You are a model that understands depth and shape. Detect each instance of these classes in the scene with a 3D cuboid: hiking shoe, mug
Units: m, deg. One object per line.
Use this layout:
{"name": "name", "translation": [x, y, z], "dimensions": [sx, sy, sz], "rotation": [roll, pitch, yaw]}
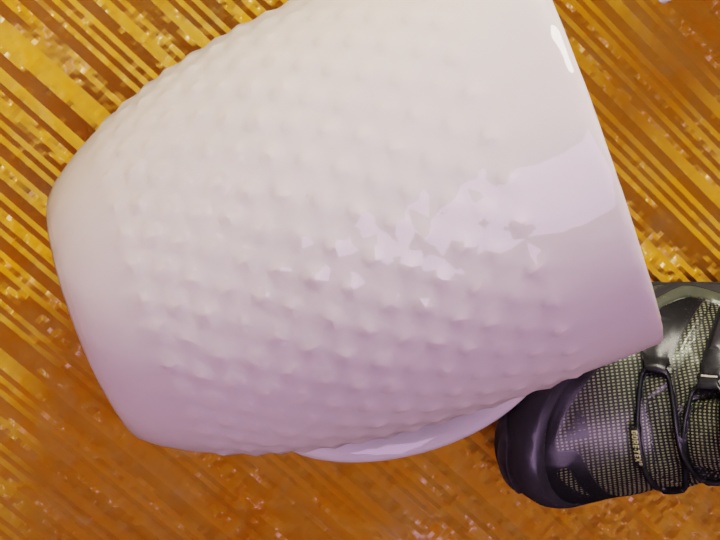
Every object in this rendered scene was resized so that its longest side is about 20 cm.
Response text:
{"name": "hiking shoe", "translation": [0.148, 0.045, 0.773], "dimensions": [0.198, 0.101, 0.076], "rotation": [-17, 110, -6]}
{"name": "mug", "translation": [0.000, 0.000, 0.717], "dimensions": [0.174, 0.148, 0.201], "rotation": [-20, 140, 4]}

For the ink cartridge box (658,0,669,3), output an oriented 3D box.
{"name": "ink cartridge box", "translation": [0.152, -0.205, 0.724], "dimensions": [0.199, 0.048, 0.146], "rotation": [-31, 111, -1]}
